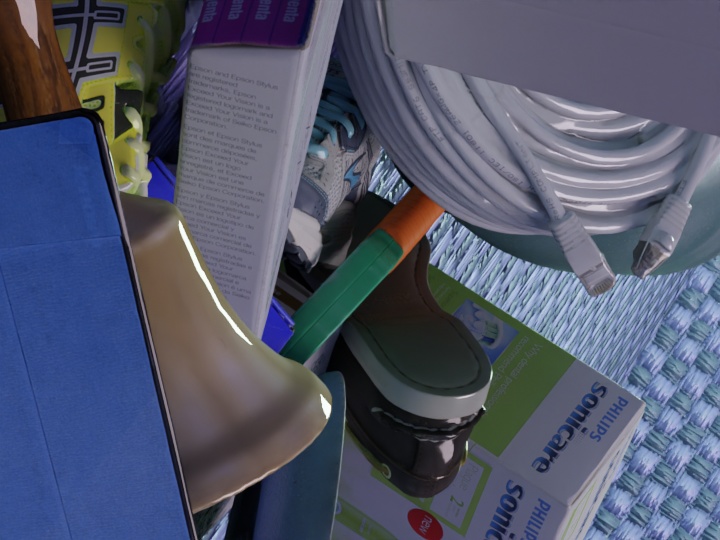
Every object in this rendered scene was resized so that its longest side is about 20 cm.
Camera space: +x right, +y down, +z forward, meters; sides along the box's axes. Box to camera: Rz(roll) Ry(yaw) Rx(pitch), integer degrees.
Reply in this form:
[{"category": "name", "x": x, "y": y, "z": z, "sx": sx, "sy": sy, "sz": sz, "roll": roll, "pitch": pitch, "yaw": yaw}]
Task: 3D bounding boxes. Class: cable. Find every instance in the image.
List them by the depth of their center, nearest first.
[{"category": "cable", "x": 0.081, "y": -0.114, "z": 0.935, "sx": 0.200, "sy": 0.200, "sz": 0.069, "roll": -53, "pitch": -159, "yaw": -25}]

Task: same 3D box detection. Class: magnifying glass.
[{"category": "magnifying glass", "x": 0.000, "y": 0.000, "z": 0.950, "sx": 0.080, "sy": 0.022, "sz": 0.200, "roll": -47, "pitch": 178, "yaw": 31}]

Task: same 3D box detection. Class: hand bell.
[{"category": "hand bell", "x": -0.085, "y": -0.039, "z": 0.596, "sx": 0.104, "sy": 0.103, "sz": 0.201, "roll": -41, "pitch": 118, "yaw": -53}]

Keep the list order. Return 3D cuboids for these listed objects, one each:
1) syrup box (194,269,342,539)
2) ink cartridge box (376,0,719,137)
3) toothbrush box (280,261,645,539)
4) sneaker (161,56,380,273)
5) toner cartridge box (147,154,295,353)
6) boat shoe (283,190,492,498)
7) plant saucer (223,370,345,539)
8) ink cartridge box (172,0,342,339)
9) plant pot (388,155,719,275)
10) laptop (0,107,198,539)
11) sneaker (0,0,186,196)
[{"category": "syrup box", "x": -0.095, "y": 0.074, "z": 0.936, "sx": 0.200, "sy": 0.081, "sz": 0.079, "roll": -45, "pitch": 163, "yaw": -47}, {"category": "ink cartridge box", "x": 0.105, "y": -0.147, "z": 0.717, "sx": 0.086, "sy": 0.145, "sz": 0.201, "roll": 84, "pitch": 27, "yaw": -51}, {"category": "toothbrush box", "x": 0.026, "y": 0.080, "z": 1.138, "sx": 0.086, "sy": 0.199, "sz": 0.146, "roll": -48, "pitch": 164, "yaw": -38}, {"category": "sneaker", "x": -0.033, "y": -0.053, "z": 0.930, "sx": 0.200, "sy": 0.077, "sz": 0.087, "roll": -19, "pitch": 134, "yaw": -84}, {"category": "toner cartridge box", "x": -0.116, "y": 0.062, "z": 0.805, "sx": 0.043, "sy": 0.095, "sz": 0.200, "roll": 3, "pitch": -131, "yaw": 52}, {"category": "boat shoe", "x": 0.004, "y": 0.026, "z": 1.033, "sx": 0.202, "sy": 0.071, "sz": 0.061, "roll": -116, "pitch": -148, "yaw": -56}, {"category": "plant saucer", "x": -0.041, "y": 0.135, "z": 0.859, "sx": 0.200, "sy": 0.027, "sz": 0.202, "roll": -168, "pitch": -90, "yaw": -84}, {"category": "ink cartridge box", "x": -0.023, "y": -0.108, "z": 0.739, "sx": 0.201, "sy": 0.043, "sz": 0.197, "roll": 102, "pitch": 1, "yaw": -51}, {"category": "plant pot", "x": 0.091, "y": -0.091, "z": 1.072, "sx": 0.134, "sy": 0.200, "sz": 0.201, "roll": -8, "pitch": 133, "yaw": -43}, {"category": "laptop", "x": -0.144, "y": 0.083, "z": 0.520, "sx": 0.200, "sy": 0.115, "sz": 0.189, "roll": -40, "pitch": 127, "yaw": -48}, {"category": "sneaker", "x": -0.088, "y": -0.050, "z": 0.695, "sx": 0.201, "sy": 0.076, "sz": 0.075, "roll": -58, "pitch": 165, "yaw": -13}]
